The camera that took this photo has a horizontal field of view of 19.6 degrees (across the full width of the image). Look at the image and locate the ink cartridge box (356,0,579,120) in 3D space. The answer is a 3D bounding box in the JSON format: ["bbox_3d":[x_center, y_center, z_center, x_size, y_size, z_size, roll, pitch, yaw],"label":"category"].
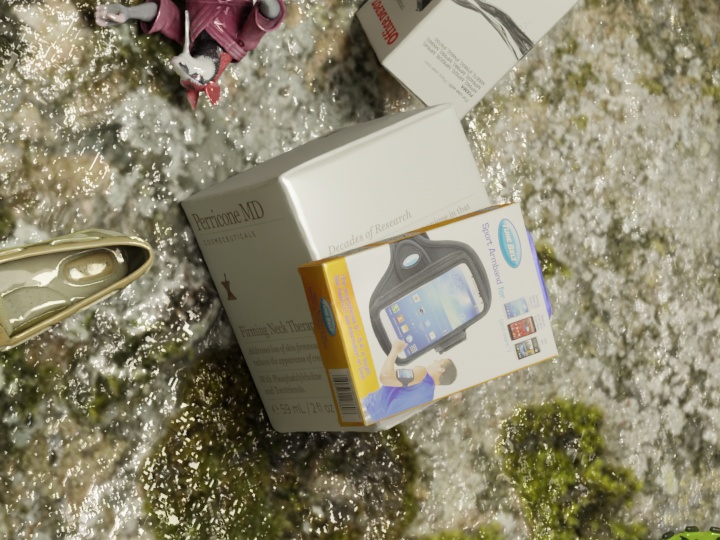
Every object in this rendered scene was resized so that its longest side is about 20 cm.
[{"bbox_3d":[0.099,-0.225,1.628,0.084,0.144,0.200,40,102,-22],"label":"ink cartridge box"}]

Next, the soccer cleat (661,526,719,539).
[{"bbox_3d":[0.260,0.283,1.795,0.200,0.065,0.084,-21,127,-36],"label":"soccer cleat"}]

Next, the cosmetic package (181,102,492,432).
[{"bbox_3d":[0.000,0.000,1.580,0.166,0.167,0.200,-26,99,-30],"label":"cosmetic package"}]

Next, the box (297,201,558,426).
[{"bbox_3d":[0.060,0.027,1.494,0.200,0.041,0.119,-18,96,-29],"label":"box"}]

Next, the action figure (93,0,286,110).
[{"bbox_3d":[-0.113,-0.222,1.591,0.149,0.134,0.200,-8,106,-74],"label":"action figure"}]

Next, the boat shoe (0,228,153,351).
[{"bbox_3d":[-0.244,0.016,1.485,0.201,0.063,0.073,-17,95,-32],"label":"boat shoe"}]
